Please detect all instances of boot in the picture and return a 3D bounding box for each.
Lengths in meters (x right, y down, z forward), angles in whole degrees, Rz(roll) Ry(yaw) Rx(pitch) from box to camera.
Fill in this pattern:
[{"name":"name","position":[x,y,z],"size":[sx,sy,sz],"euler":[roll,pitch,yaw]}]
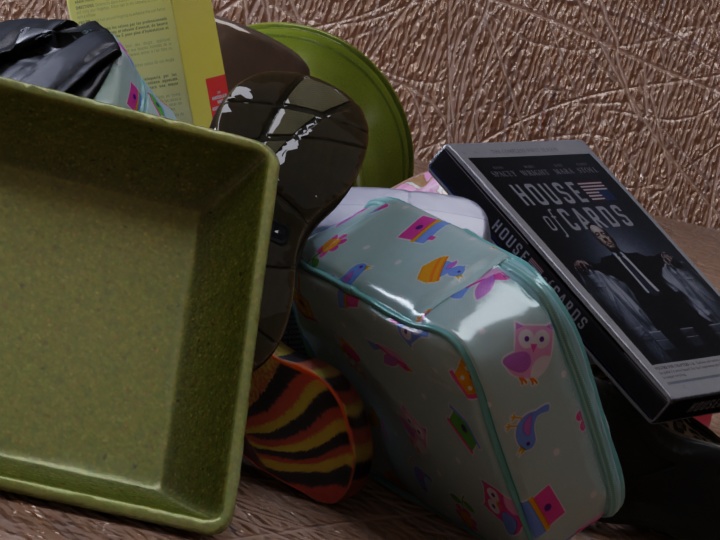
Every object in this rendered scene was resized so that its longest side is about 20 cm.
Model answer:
[{"name":"boot","position":[0.131,0.096,1.696],"size":[0.203,0.074,0.154],"euler":[22,2,-18]}]

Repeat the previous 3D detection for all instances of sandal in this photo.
[{"name":"sandal","position":[-0.054,-0.022,1.511],"size":[0.081,0.201,0.055],"euler":[25,-37,-13]}]

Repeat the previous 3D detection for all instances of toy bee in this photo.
[{"name":"toy bee","position":[-0.082,0.041,1.521],"size":[0.199,0.109,0.131],"euler":[14,8,-6]}]

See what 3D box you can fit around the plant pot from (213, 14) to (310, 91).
[{"name":"plant pot","position":[-0.112,-0.067,1.893],"size":[0.199,0.176,0.200],"euler":[19,-9,3]}]

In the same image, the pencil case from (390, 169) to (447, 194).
[{"name":"pencil case","position":[0.000,0.000,1.763],"size":[0.199,0.083,0.087],"euler":[-25,17,-3]}]

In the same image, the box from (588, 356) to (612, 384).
[{"name":"box","position":[0.098,0.052,1.787],"size":[0.199,0.039,0.136],"euler":[-13,-13,42]}]

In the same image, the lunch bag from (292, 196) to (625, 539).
[{"name":"lunch bag","position":[0.046,0.056,1.517],"size":[0.077,0.161,0.200],"euler":[-32,28,-19]}]

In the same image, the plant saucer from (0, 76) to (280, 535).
[{"name":"plant saucer","position":[-0.148,0.017,1.385],"size":[0.199,0.201,0.048],"euler":[13,-26,-14]}]

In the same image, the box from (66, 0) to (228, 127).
[{"name":"box","position":[-0.112,-0.081,1.696],"size":[0.075,0.201,0.050],"euler":[-8,6,28]}]

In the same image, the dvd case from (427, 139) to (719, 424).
[{"name":"dvd case","position":[0.143,0.002,1.692],"size":[0.200,0.025,0.150],"euler":[50,28,22]}]

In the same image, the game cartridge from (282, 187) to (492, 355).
[{"name":"game cartridge","position":[-0.023,0.012,1.637],"size":[0.199,0.041,0.134],"euler":[-4,-41,8]}]

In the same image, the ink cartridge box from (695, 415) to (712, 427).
[{"name":"ink cartridge box","position":[0.128,0.024,1.955],"size":[0.200,0.084,0.145],"euler":[30,-13,-40]}]

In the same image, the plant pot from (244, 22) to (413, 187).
[{"name":"plant pot","position":[-0.062,-0.066,2.068],"size":[0.199,0.202,0.193],"euler":[15,8,-1]}]

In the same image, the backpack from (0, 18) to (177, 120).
[{"name":"backpack","position":[-0.183,-0.034,1.514],"size":[0.167,0.200,0.127],"euler":[25,-25,46]}]
